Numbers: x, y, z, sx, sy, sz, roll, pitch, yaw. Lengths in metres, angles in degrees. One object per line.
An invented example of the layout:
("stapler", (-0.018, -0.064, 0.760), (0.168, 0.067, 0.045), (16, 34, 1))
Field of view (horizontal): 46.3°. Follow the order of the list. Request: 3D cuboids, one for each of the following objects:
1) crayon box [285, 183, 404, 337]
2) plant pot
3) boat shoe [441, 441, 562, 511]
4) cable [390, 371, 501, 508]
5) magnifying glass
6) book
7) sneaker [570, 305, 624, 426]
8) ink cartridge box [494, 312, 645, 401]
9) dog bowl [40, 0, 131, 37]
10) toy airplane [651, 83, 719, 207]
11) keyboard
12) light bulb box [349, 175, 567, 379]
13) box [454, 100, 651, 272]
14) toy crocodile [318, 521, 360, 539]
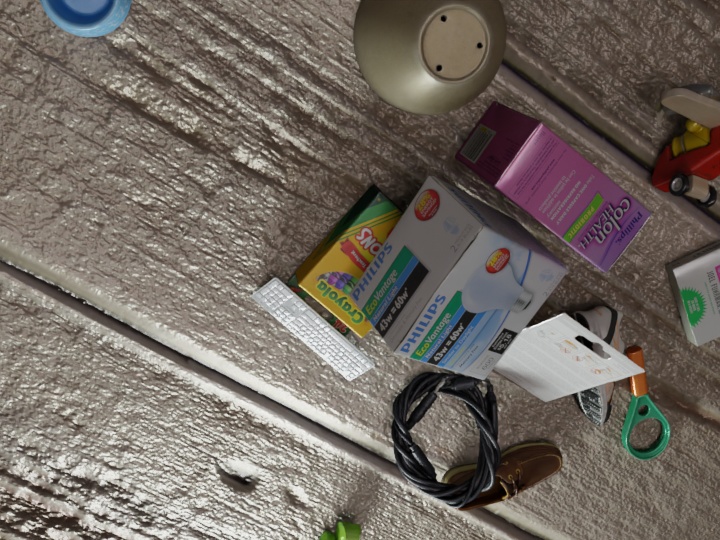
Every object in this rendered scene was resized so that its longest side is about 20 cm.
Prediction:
("crayon box", (0.000, 0.000, 1.164), (0.127, 0.051, 0.200), (39, 99, -20))
("plant pot", (0.098, -0.284, 1.039), (0.197, 0.135, 0.204), (-3, 110, -9))
("boat shoe", (0.226, 0.327, 1.309), (0.197, 0.068, 0.073), (-16, 111, -5))
("cable", (0.126, 0.254, 1.249), (0.160, 0.051, 0.204), (-1, 94, -3))
("magnifying glass", (0.447, 0.213, 1.337), (0.078, 0.022, 0.203), (-17, 110, -4))
("book", (0.576, 0.012, 1.283), (0.198, 0.048, 0.135), (-25, 108, 1))
("sneaker", (0.367, 0.145, 1.272), (0.079, 0.074, 0.203), (-20, 119, -21))
("ink cartridge box", (0.275, 0.112, 1.190), (0.160, 0.051, 0.199), (32, 144, -18))
("dog bowl", (-0.316, -0.373, 0.976), (0.110, 0.050, 0.203), (10, 107, -14))
("toy airplane", (0.493, -0.198, 1.140), (0.196, 0.143, 0.201), (-13, 144, 7))
("keyboard", (-0.065, 0.085, 1.188), (0.200, 0.011, 0.056), (43, 131, -21))
("light bulb box", (0.129, 0.015, 1.104), (0.198, 0.125, 0.200), (19, 111, -43))
("box", (0.246, -0.114, 1.103), (0.199, 0.176, 0.097), (33, 100, -20))
("toy crocodile", (-0.051, 0.474, 1.311), (0.067, 0.062, 0.202), (25, 103, -17))
